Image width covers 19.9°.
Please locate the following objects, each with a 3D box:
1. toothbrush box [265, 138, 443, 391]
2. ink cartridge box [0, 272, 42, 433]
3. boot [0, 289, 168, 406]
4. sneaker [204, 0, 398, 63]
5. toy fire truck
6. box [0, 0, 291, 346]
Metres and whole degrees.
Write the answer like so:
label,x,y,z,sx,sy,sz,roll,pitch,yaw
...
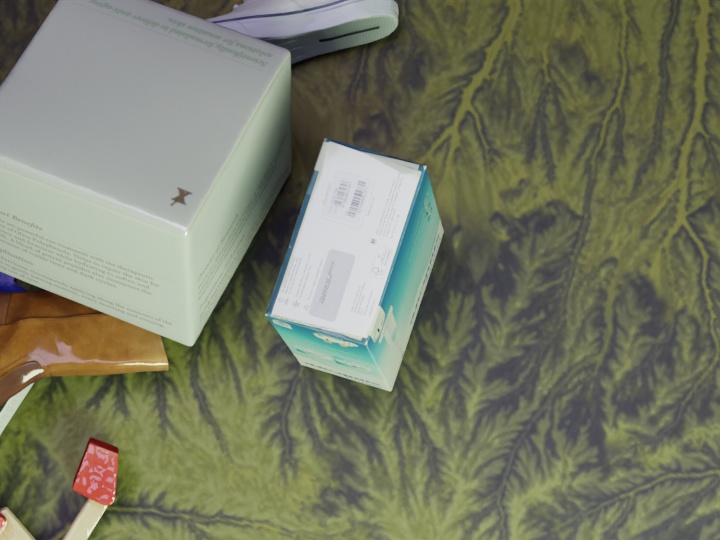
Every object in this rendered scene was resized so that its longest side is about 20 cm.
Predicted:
label,x,y,z,sx,sy,sz,roll,pitch,yaw
toothbrush box,0.000,0.000,1.607,0.085,0.200,0.146,16,80,11
ink cartridge box,-0.322,0.080,1.709,0.095,0.037,0.200,30,80,12
boot,-0.255,0.089,1.648,0.200,0.068,0.188,-6,51,-12
sneaker,-0.070,-0.216,1.740,0.200,0.073,0.071,-11,66,-6
toy fire truck,-0.284,0.221,1.655,0.141,0.049,0.200,18,89,-8
box,-0.181,-0.088,1.637,0.199,0.171,0.200,21,60,11
